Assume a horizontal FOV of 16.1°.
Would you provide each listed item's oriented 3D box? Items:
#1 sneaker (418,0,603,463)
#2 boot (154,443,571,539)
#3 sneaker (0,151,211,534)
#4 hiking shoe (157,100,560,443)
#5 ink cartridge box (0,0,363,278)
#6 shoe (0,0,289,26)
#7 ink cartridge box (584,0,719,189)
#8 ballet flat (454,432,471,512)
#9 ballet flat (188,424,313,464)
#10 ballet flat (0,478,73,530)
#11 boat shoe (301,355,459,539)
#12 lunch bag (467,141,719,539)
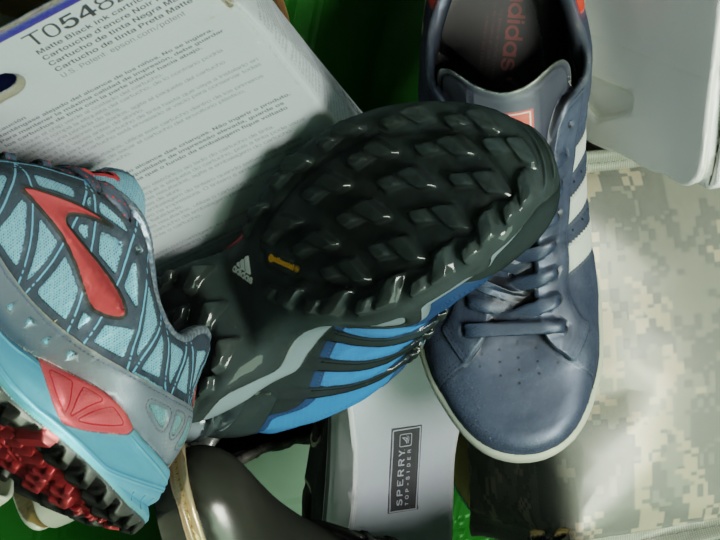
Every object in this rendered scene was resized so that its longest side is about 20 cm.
[{"bbox_3d":[0.051,-0.032,0.919,0.074,0.202,0.085,-5,172,-2],"label":"sneaker"},{"bbox_3d":[0.019,0.108,0.934,0.137,0.078,0.200,-23,137,13],"label":"boot"},{"bbox_3d":[-0.115,-0.006,0.820,0.096,0.079,0.200,-59,138,-26],"label":"sneaker"},{"bbox_3d":[0.000,0.000,0.894,0.199,0.075,0.086,-29,157,36],"label":"hiking shoe"},{"bbox_3d":[-0.109,-0.035,0.873,0.198,0.041,0.200,-25,149,10],"label":"ink cartridge box"},{"bbox_3d":[-0.102,-0.102,0.887,0.199,0.053,0.071,16,73,-48],"label":"shoe"},{"bbox_3d":[0.177,-0.099,0.999,0.199,0.147,0.086,-7,110,-29],"label":"ink cartridge box"},{"bbox_3d":[0.119,0.041,1.138,0.199,0.063,0.069,-34,127,-18],"label":"ballet flat"},{"bbox_3d":[0.003,0.050,1.067,0.199,0.057,0.067,-14,131,-26],"label":"ballet flat"},{"bbox_3d":[-0.127,0.063,0.918,0.067,0.064,0.200,-33,148,23],"label":"ballet flat"},{"bbox_3d":[0.008,0.050,1.008,0.068,0.057,0.202,1,105,-27],"label":"boat shoe"},{"bbox_3d":[0.146,0.023,1.047,0.198,0.117,0.166,-5,93,-20],"label":"lunch bag"}]
